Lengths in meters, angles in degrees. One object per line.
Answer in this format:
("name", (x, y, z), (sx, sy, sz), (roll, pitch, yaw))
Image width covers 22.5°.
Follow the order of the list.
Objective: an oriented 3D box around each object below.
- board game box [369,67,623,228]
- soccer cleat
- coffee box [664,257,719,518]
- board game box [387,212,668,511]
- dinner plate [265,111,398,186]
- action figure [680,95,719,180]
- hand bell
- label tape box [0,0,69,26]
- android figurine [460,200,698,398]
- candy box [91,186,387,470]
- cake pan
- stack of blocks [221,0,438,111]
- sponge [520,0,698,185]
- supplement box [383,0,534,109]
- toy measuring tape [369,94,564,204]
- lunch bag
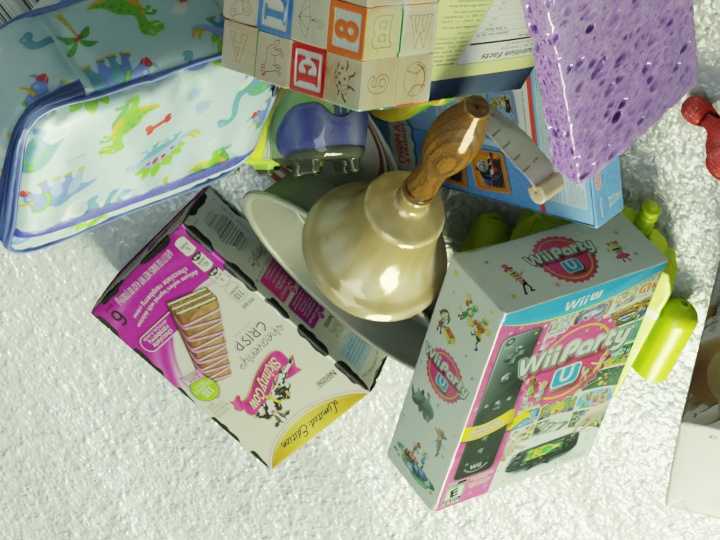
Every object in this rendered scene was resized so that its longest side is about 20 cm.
("board game box", (0.081, -0.122, 1.214), (0.199, 0.037, 0.152), (17, 127, 40))
("soccer cleat", (-0.047, -0.106, 1.220), (0.064, 0.200, 0.084), (-3, 95, -23))
("coffee box", (0.282, 0.079, 1.227), (0.114, 0.200, 0.080), (12, 128, 13))
("board game box", (0.114, 0.064, 1.264), (0.064, 0.147, 0.201), (49, 141, 34))
("dinner plate", (-0.045, -0.111, 1.290), (0.200, 0.024, 0.200), (35, 155, 19))
("action figure", (0.301, -0.058, 1.223), (0.200, 0.052, 0.066), (34, 123, 2))
("hand bell", (0.039, -0.056, 1.136), (0.104, 0.104, 0.200), (31, 149, -2))
("label tape box", (-0.142, -0.170, 1.167), (0.144, 0.200, 0.063), (-44, 67, 12))
("android figurine", (0.157, 0.018, 1.334), (0.181, 0.041, 0.201), (23, 129, 5))
("candy box", (-0.096, 0.049, 1.439), (0.200, 0.061, 0.136), (41, 127, -11))
("cake pan", (0.000, 0.000, 1.319), (0.200, 0.037, 0.200), (38, 166, 11))
("stack of blocks", (-0.012, -0.200, 1.003), (0.115, 0.058, 0.201), (23, 114, 40))
("sponge", (0.148, -0.148, 1.064), (0.030, 0.111, 0.200), (39, 162, 32))
("supplement box", (0.040, -0.239, 1.082), (0.200, 0.134, 0.200), (50, 129, 26))
("toy measuring tape", (0.048, -0.106, 1.176), (0.200, 0.073, 0.074), (48, 129, 13))
("lunch bag", (-0.144, -0.098, 1.113), (0.083, 0.199, 0.161), (54, 145, 20))
